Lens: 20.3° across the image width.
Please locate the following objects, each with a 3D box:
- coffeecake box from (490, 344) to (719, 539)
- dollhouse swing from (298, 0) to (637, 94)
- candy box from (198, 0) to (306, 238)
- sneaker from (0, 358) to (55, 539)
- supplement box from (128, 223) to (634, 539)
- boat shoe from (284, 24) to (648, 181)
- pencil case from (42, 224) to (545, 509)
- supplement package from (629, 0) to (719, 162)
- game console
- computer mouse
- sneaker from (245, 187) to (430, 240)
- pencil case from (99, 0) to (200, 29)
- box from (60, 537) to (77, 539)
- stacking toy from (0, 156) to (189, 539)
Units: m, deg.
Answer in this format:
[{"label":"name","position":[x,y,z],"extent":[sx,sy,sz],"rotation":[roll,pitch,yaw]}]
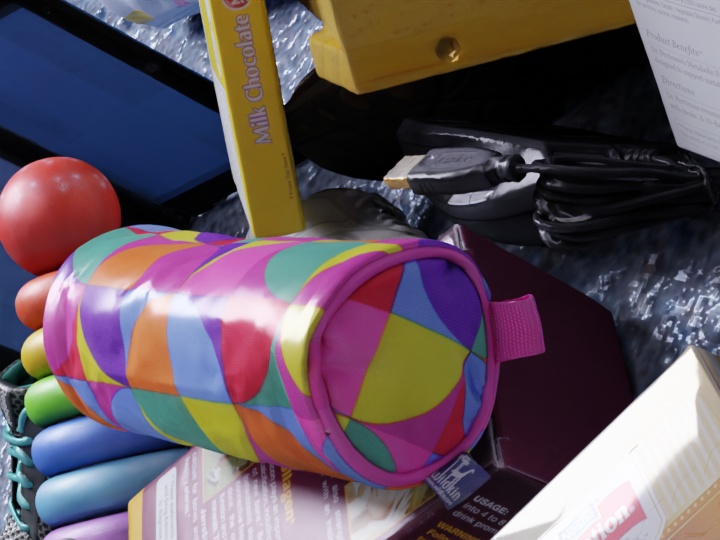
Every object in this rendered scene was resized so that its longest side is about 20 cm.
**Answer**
[{"label":"coffeecake box","position":[0.104,0.125,0.485],"extent":[0.154,0.200,0.073],"rotation":[-47,36,22]},{"label":"dollhouse swing","position":[0.027,-0.189,0.741],"extent":[0.182,0.200,0.176],"rotation":[-14,15,10]},{"label":"candy box","position":[-0.054,-0.120,0.813],"extent":[0.102,0.026,0.200],"rotation":[-109,9,-72]},{"label":"sneaker","position":[-0.140,0.079,0.949],"extent":[0.200,0.091,0.078],"rotation":[-60,33,5]},{"label":"supplement box","position":[0.006,0.092,0.746],"extent":[0.200,0.086,0.110],"rotation":[-40,39,31]},{"label":"boat shoe","position":[0.054,-0.101,0.838],"extent":[0.200,0.076,0.074],"rotation":[-23,44,33]},{"label":"pencil case","position":[-0.032,0.026,0.695],"extent":[0.200,0.088,0.088],"rotation":[6,72,53]},{"label":"supplement package","position":[0.139,-0.134,0.598],"extent":[0.114,0.200,0.110],"rotation":[-34,30,-16]},{"label":"game console","position":[-0.155,-0.032,0.948],"extent":[0.118,0.200,0.171],"rotation":[21,85,57]},{"label":"computer mouse","position":[0.058,-0.026,0.727],"extent":[0.200,0.140,0.046],"rotation":[14,104,54]},{"label":"sneaker","position":[0.000,0.000,0.839],"extent":[0.200,0.075,0.081],"rotation":[-4,55,52]},{"label":"pencil case","position":[-0.068,-0.179,1.041],"extent":[0.083,0.091,0.200],"rotation":[-34,20,-32]},{"label":"box","position":[-0.072,0.217,0.661],"extent":[0.200,0.199,0.131],"rotation":[-42,39,28]},{"label":"stacking toy","position":[-0.111,0.047,0.868],"extent":[0.085,0.085,0.200],"rotation":[-20,80,46]}]
